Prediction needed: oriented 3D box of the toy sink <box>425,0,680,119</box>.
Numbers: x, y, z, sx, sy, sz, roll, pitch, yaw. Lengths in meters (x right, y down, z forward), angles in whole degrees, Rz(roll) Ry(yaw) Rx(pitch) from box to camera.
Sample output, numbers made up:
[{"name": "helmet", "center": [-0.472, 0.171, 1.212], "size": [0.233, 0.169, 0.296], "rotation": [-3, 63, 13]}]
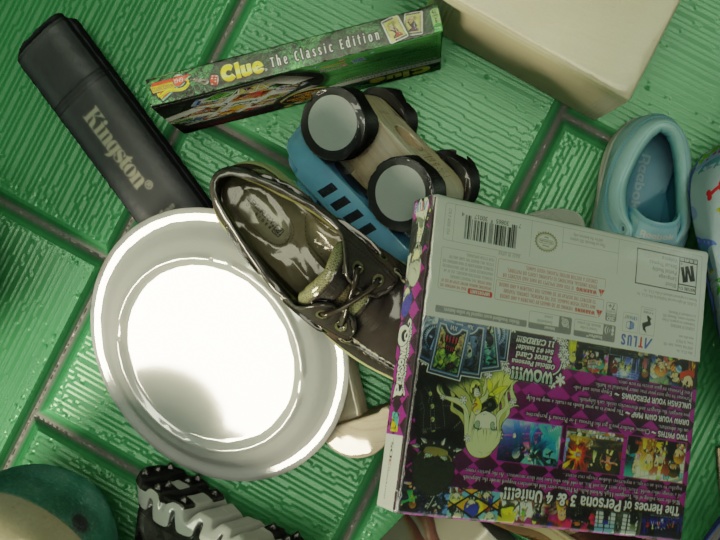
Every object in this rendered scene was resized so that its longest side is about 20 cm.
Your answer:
[{"name": "toy sink", "center": [0.115, -0.212, 0.754], "size": [0.198, 0.112, 0.132], "rotation": [28, 90, -1]}]

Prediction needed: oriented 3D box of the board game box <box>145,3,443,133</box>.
[{"name": "board game box", "center": [-0.041, -0.136, 0.763], "size": [0.197, 0.105, 0.024], "rotation": [-14, 84, 2]}]

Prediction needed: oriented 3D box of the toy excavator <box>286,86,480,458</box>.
[{"name": "toy excavator", "center": [0.000, 0.000, 0.768], "size": [0.195, 0.100, 0.200], "rotation": [46, 114, 10]}]

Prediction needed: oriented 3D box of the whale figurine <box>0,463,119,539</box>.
[{"name": "whale figurine", "center": [-0.198, 0.220, 0.771], "size": [0.158, 0.104, 0.201], "rotation": [-28, 109, 35]}]

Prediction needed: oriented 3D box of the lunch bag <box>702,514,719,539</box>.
[{"name": "lunch bag", "center": [0.310, 0.238, 0.715], "size": [0.199, 0.132, 0.136], "rotation": [40, 75, 4]}]

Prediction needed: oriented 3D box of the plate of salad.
[{"name": "plate of salad", "center": [-0.098, 0.052, 0.774], "size": [0.197, 0.048, 0.203], "rotation": [6, 110, 17]}]

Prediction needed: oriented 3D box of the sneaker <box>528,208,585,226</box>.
[{"name": "sneaker", "center": [0.100, 0.049, 0.774], "size": [0.070, 0.100, 0.201], "rotation": [18, 57, 37]}]

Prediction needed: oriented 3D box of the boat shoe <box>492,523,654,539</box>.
[{"name": "boat shoe", "center": [0.132, 0.141, 0.729], "size": [0.198, 0.072, 0.073], "rotation": [27, 91, -25]}]

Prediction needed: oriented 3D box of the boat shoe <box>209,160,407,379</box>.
[{"name": "boat shoe", "center": [-0.018, 0.007, 0.683], "size": [0.199, 0.065, 0.074], "rotation": [36, 99, 6]}]

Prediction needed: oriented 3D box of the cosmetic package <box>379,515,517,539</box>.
[{"name": "cosmetic package", "center": [0.028, 0.248, 0.740], "size": [0.200, 0.103, 0.087], "rotation": [-45, 105, -1]}]

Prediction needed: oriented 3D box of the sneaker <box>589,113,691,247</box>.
[{"name": "sneaker", "center": [0.186, -0.009, 0.758], "size": [0.073, 0.082, 0.204], "rotation": [3, 88, 4]}]

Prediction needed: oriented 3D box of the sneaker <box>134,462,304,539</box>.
[{"name": "sneaker", "center": [-0.086, 0.213, 0.753], "size": [0.198, 0.066, 0.092], "rotation": [24, 102, 32]}]

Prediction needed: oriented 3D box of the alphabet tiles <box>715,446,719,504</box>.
[{"name": "alphabet tiles", "center": [0.340, 0.222, 0.780], "size": [0.164, 0.008, 0.204], "rotation": [-3, 88, 3]}]

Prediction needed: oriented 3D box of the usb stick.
[{"name": "usb stick", "center": [-0.175, -0.095, 0.804], "size": [0.055, 0.033, 0.201], "rotation": [-37, 87, 5]}]

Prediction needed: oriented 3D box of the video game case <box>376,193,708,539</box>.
[{"name": "video game case", "center": [0.115, 0.062, 0.670], "size": [0.197, 0.036, 0.185], "rotation": [9, 83, -20]}]

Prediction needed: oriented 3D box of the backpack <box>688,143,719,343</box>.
[{"name": "backpack", "center": [0.318, -0.011, 0.705], "size": [0.180, 0.147, 0.203], "rotation": [-8, 77, -27]}]
